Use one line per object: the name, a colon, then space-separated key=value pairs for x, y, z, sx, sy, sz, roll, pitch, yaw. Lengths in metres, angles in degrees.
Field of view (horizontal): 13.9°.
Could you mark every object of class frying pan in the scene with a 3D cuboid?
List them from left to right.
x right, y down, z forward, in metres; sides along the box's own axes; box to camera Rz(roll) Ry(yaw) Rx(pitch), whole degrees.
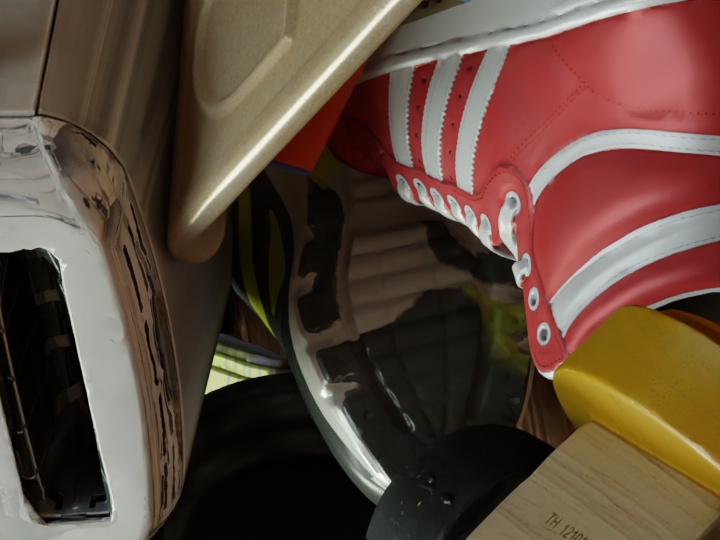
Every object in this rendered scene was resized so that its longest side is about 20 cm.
frying pan: x=0.011 y=0.095 z=0.885 sx=0.190 sy=0.115 sz=0.031 roll=36 pitch=142 yaw=30

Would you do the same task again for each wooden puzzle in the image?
wooden puzzle: x=0.003 y=-0.119 z=0.776 sx=0.200 sy=0.046 sz=0.185 roll=130 pitch=148 yaw=-54

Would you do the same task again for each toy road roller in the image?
toy road roller: x=0.114 y=0.085 z=0.673 sx=0.200 sy=0.146 sz=0.123 roll=52 pitch=169 yaw=-31

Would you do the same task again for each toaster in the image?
toaster: x=-0.100 y=-0.004 z=0.851 sx=0.129 sy=0.114 sz=0.200 roll=-83 pitch=-11 yaw=-52

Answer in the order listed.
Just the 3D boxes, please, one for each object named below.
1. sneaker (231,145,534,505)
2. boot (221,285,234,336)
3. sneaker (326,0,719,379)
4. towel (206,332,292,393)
sneaker: x=0.000 y=0.000 z=0.911 sx=0.085 sy=0.074 sz=0.200 roll=104 pitch=155 yaw=-50
boot: x=-0.079 y=-0.048 z=1.074 sx=0.097 sy=0.075 sz=0.200 roll=15 pitch=102 yaw=35
sneaker: x=0.049 y=-0.019 z=0.790 sx=0.200 sy=0.071 sz=0.113 roll=-18 pitch=79 yaw=62
towel: x=-0.096 y=0.104 z=1.038 sx=0.144 sy=0.023 sz=0.200 roll=17 pitch=100 yaw=29
